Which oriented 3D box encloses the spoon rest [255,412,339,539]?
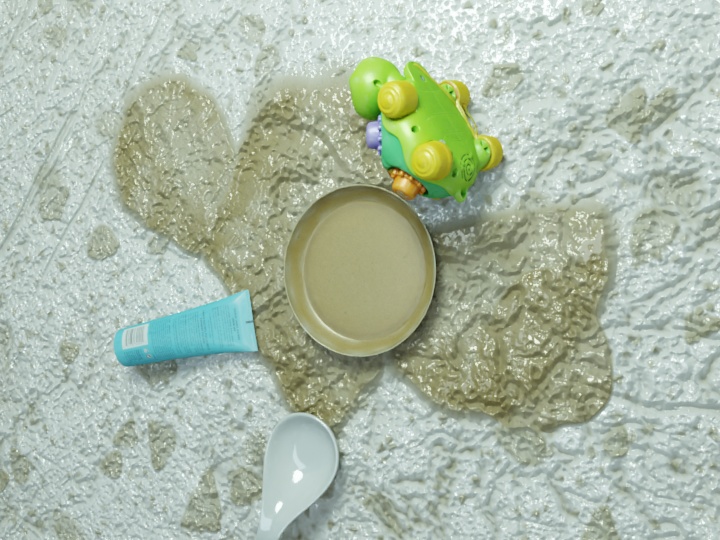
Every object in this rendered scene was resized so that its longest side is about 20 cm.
[{"bbox_3d":[-0.086,0.273,0.927,0.098,0.060,0.204,20,98,21],"label":"spoon rest"}]

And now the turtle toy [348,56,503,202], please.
[{"bbox_3d":[0.059,-0.158,0.840,0.101,0.144,0.202,-39,74,39],"label":"turtle toy"}]

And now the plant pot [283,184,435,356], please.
[{"bbox_3d":[0.000,0.000,0.911,0.196,0.027,0.205,0,89,23],"label":"plant pot"}]

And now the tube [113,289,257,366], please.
[{"bbox_3d":[-0.229,0.084,0.998,0.196,0.050,0.079,-12,89,17],"label":"tube"}]
